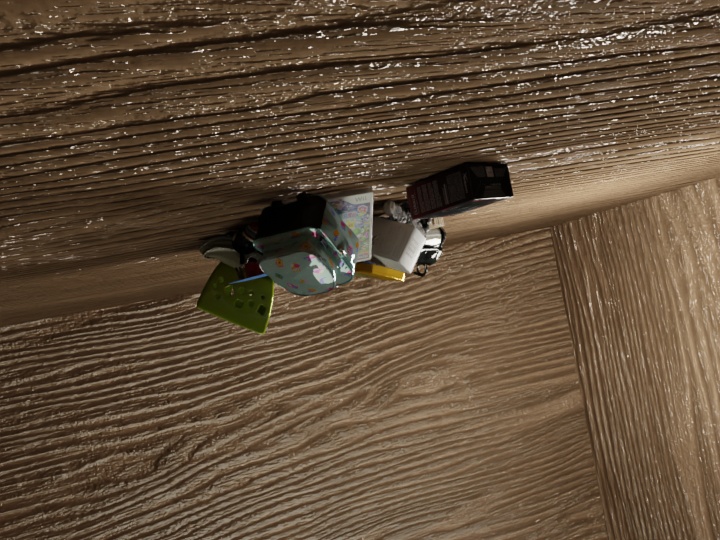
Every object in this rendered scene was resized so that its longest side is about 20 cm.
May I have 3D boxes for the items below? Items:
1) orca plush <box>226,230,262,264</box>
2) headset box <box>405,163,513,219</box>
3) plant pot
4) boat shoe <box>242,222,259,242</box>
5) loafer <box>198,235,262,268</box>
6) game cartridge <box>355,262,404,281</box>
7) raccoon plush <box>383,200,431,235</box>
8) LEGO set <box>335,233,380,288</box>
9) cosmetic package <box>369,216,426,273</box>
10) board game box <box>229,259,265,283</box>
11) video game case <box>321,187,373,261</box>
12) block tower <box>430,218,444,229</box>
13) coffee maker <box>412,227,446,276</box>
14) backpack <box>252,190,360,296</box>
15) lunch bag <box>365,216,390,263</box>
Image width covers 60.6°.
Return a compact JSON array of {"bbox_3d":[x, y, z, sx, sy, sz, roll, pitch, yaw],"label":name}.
[{"bbox_3d":[-0.263,-0.047,1.460,0.103,0.073,0.199,6,-173,-28],"label":"orca plush"},{"bbox_3d":[0.206,-0.167,1.333,0.146,0.080,0.197,-9,175,-43],"label":"headset box"},{"bbox_3d":[-0.325,0.043,1.691,0.195,0.186,0.200,22,178,-14],"label":"plant pot"},{"bbox_3d":[-0.180,-0.096,1.408,0.197,0.071,0.063,-2,131,-46],"label":"boat shoe"},{"bbox_3d":[-0.310,-0.039,1.563,0.194,0.072,0.075,3,155,-23],"label":"loafer"},{"bbox_3d":[0.000,0.000,1.624,0.196,0.034,0.174,9,177,37],"label":"game cartridge"},{"bbox_3d":[0.094,-0.148,1.612,0.132,0.099,0.199,7,159,45],"label":"raccoon plush"},{"bbox_3d":[-0.053,-0.048,1.436,0.199,0.117,0.153,-41,157,10],"label":"LEGO set"},{"bbox_3d":[0.056,-0.071,1.552,0.197,0.104,0.074,18,166,41],"label":"cosmetic package"},{"bbox_3d":[-0.228,-0.009,1.477,0.153,0.040,0.200,-15,-179,9],"label":"board game box"},{"bbox_3d":[-0.043,-0.086,1.330,0.139,0.018,0.203,-10,138,-10],"label":"video game case"},{"bbox_3d":[0.185,-0.153,1.792,0.056,0.056,0.199,-12,176,24],"label":"block tower"},{"bbox_3d":[0.174,-0.068,2.035,0.132,0.199,0.197,9,-170,41],"label":"coffee maker"},{"bbox_3d":[-0.098,-0.038,1.231,0.172,0.158,0.199,-13,149,31],"label":"backpack"},{"bbox_3d":[0.042,-0.080,1.785,0.128,0.140,0.199,-8,177,-18],"label":"lunch bag"}]
